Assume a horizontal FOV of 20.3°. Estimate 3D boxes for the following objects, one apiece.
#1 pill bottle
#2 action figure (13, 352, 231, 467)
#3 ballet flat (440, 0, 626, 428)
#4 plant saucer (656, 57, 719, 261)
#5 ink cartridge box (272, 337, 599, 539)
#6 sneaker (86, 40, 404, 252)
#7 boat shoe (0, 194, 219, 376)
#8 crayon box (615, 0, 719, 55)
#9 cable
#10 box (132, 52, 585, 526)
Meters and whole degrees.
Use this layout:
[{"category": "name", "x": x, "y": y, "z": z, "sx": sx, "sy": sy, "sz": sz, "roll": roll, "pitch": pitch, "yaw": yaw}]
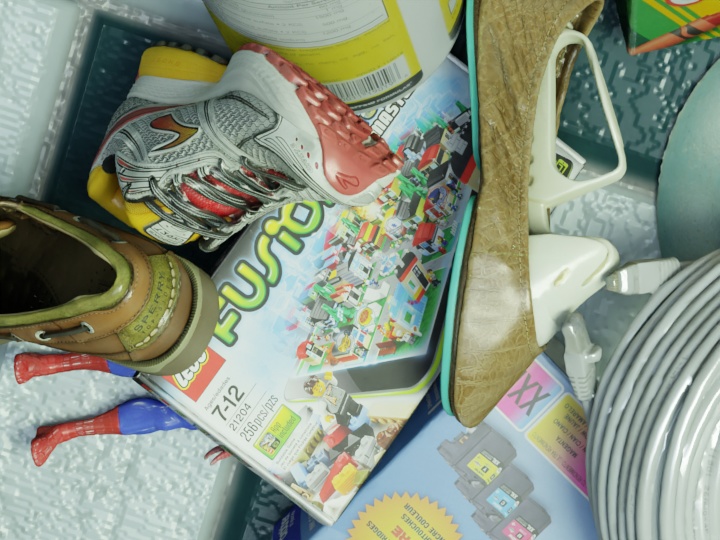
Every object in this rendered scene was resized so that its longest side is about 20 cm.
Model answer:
[{"category": "pill bottle", "x": -0.023, "y": -0.149, "z": 0.804, "sx": 0.111, "sy": 0.200, "sz": 0.113, "roll": -4, "pitch": 70, "yaw": 10}, {"category": "action figure", "x": -0.059, "y": 0.051, "z": 0.939, "sx": 0.198, "sy": 0.052, "sz": 0.066, "roll": -10, "pitch": 99, "yaw": 1}, {"category": "ballet flat", "x": 0.077, "y": -0.033, "z": 0.859, "sx": 0.072, "sy": 0.068, "sz": 0.202, "roll": 2, "pitch": 80, "yaw": 15}, {"category": "plant saucer", "x": 0.236, "y": -0.026, "z": 0.920, "sx": 0.199, "sy": 0.039, "sz": 0.203, "roll": 0, "pitch": 103, "yaw": 1}, {"category": "ink cartridge box", "x": 0.049, "y": 0.132, "z": 0.941, "sx": 0.136, "sy": 0.076, "sz": 0.200, "roll": 43, "pitch": 101, "yaw": -8}, {"category": "sneaker", "x": -0.052, "y": -0.041, "z": 0.840, "sx": 0.078, "sy": 0.199, "sz": 0.083, "roll": 37, "pitch": 77, "yaw": -26}, {"category": "boat shoe", "x": -0.155, "y": -0.005, "z": 0.873, "sx": 0.198, "sy": 0.068, "sz": 0.073, "roll": 5, "pitch": 75, "yaw": 33}, {"category": "crayon box", "x": 0.165, "y": -0.159, "z": 0.811, "sx": 0.126, "sy": 0.200, "sz": 0.051, "roll": -12, "pitch": 71, "yaw": 4}, {"category": "cable", "x": 0.191, "y": 0.080, "z": 0.865, "sx": 0.198, "sy": 0.069, "sz": 0.202, "roll": -16, "pitch": 109, "yaw": -20}, {"category": "box", "x": 0.000, "y": 0.000, "z": 0.898, "sx": 0.110, "sy": 0.035, "sz": 0.201, "roll": 36, "pitch": 81, "yaw": -6}]
